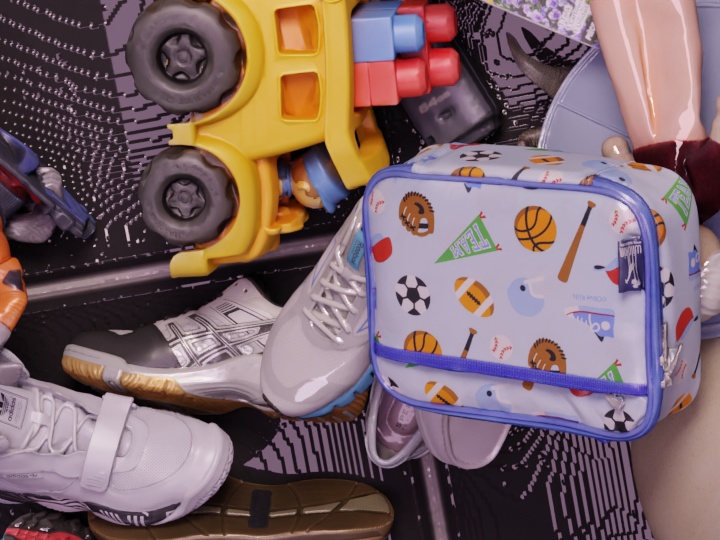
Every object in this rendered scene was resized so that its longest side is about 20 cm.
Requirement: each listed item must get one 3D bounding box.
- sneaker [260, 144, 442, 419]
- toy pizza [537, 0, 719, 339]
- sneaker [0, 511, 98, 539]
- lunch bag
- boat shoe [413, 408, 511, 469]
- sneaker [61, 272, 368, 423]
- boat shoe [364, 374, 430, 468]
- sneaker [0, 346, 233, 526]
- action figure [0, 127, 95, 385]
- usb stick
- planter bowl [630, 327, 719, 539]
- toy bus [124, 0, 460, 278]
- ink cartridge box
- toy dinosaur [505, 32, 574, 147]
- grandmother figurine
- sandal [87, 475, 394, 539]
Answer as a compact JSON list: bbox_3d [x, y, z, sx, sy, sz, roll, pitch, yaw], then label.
[{"bbox_3d":[0.000,0.000,1.597,0.075,0.087,0.200,38,95,21],"label":"sneaker"},{"bbox_3d":[0.196,-0.058,1.559,0.199,0.032,0.202,-5,79,25],"label":"toy pizza"},{"bbox_3d":[-0.155,0.238,1.732,0.199,0.079,0.096,36,129,-1],"label":"sneaker"},{"bbox_3d":[0.097,0.015,1.492,0.199,0.075,0.161,9,109,32],"label":"lunch bag"},{"bbox_3d":[0.079,0.044,1.593,0.070,0.069,0.201,-13,127,-27],"label":"boat shoe"},{"bbox_3d":[-0.088,0.045,1.695,0.198,0.076,0.088,4,77,11],"label":"sneaker"},{"bbox_3d":[0.053,0.027,1.659,0.074,0.065,0.203,25,101,6],"label":"boat shoe"},{"bbox_3d":[-0.184,0.103,1.665,0.199,0.115,0.076,1,66,27],"label":"sneaker"},{"bbox_3d":[-0.260,-0.045,1.648,0.104,0.194,0.200,-33,119,19],"label":"action figure"},{"bbox_3d":[0.018,-0.163,1.658,0.055,0.033,0.201,-32,91,14],"label":"usb stick"},{"bbox_3d":[0.237,0.091,1.583,0.200,0.200,0.135,-47,61,12],"label":"planter bowl"},{"bbox_3d":[-0.035,-0.102,1.620,0.191,0.136,0.201,0,106,7],"label":"toy bus"},{"bbox_3d":[0.055,-0.194,1.586,0.199,0.109,0.051,23,98,-7],"label":"ink cartridge box"},{"bbox_3d":[0.160,-0.068,1.634,0.102,0.077,0.200,-35,78,-5],"label":"toy dinosaur"},{"bbox_3d":[0.172,-0.070,1.508,0.060,0.121,0.201,-8,85,-20],"label":"grandmother figurine"},{"bbox_3d":[-0.077,0.168,1.704,0.198,0.080,0.054,1,121,7],"label":"sandal"}]
